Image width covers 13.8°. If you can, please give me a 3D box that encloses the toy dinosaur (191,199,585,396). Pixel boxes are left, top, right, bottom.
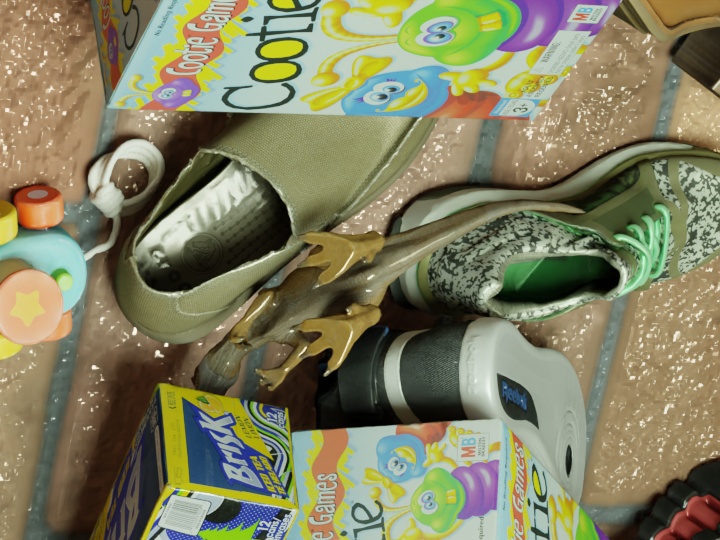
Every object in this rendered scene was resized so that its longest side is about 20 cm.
[{"bbox_3d":[0.000,0.000,1.341,0.200,0.106,0.060,-27,94,6],"label":"toy dinosaur"}]

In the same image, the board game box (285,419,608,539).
[{"bbox_3d":[0.048,0.154,1.396,0.200,0.103,0.105,47,43,-58],"label":"board game box"}]

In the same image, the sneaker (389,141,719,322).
[{"bbox_3d":[0.117,-0.005,1.439,0.200,0.089,0.077,-14,118,-23],"label":"sneaker"}]

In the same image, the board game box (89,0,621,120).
[{"bbox_3d":[-0.007,-0.135,1.268,0.200,0.105,0.103,0,152,-22],"label":"board game box"}]

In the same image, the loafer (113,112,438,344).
[{"bbox_3d":[-0.032,-0.045,1.339,0.076,0.067,0.200,41,90,2],"label":"loafer"}]

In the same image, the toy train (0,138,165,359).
[{"bbox_3d":[-0.174,-0.039,1.286,0.200,0.056,0.150,31,95,-35],"label":"toy train"}]

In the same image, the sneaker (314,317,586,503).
[{"bbox_3d":[0.039,0.067,1.449,0.200,0.112,0.073,49,44,-63],"label":"sneaker"}]

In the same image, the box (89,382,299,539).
[{"bbox_3d":[-0.092,0.148,1.360,0.064,0.070,0.200,12,128,-18],"label":"box"}]

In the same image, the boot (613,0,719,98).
[{"bbox_3d":[0.175,-0.175,1.407,0.200,0.074,0.155,31,96,-47],"label":"boot"}]

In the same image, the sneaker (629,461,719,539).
[{"bbox_3d":[0.148,0.185,1.553,0.200,0.074,0.087,-30,124,-14],"label":"sneaker"}]
